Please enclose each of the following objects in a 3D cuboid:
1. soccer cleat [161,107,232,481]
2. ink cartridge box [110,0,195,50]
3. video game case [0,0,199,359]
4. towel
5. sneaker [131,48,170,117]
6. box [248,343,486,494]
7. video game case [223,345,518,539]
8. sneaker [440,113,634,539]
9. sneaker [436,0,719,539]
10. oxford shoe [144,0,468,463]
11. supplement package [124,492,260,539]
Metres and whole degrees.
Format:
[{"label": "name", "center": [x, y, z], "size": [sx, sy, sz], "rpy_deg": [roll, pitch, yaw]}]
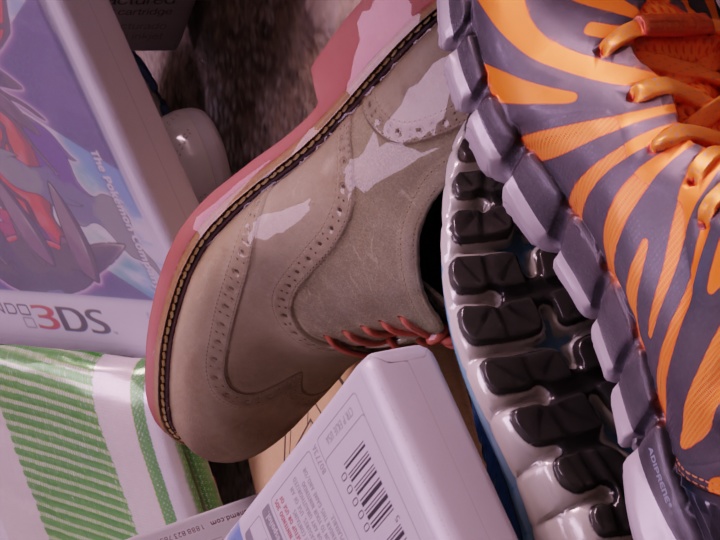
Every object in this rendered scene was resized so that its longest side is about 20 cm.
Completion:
[{"label": "soccer cleat", "center": [-0.085, 0.033, 1.039], "size": [0.069, 0.077, 0.201], "rpy_deg": [-121, 34, -49]}, {"label": "ink cartridge box", "center": [-0.115, -0.167, 0.989], "size": [0.200, 0.146, 0.086], "rpy_deg": [118, 144, -53]}, {"label": "video game case", "center": [-0.140, -0.058, 0.965], "size": [0.182, 0.023, 0.201], "rpy_deg": [3, 126, 42]}, {"label": "towel", "center": [-0.123, 0.089, 1.036], "size": [0.199, 0.023, 0.153], "rpy_deg": [3, 121, 39]}, {"label": "sneaker", "center": [-0.113, 0.011, 1.098], "size": [0.077, 0.085, 0.201], "rpy_deg": [-139, 50, -61]}, {"label": "box", "center": [0.002, 0.075, 0.897], "size": [0.164, 0.021, 0.201], "rpy_deg": [120, 140, -56]}, {"label": "video game case", "center": [0.011, 0.149, 0.685], "size": [0.182, 0.022, 0.201], "rpy_deg": [-53, 54, 48]}, {"label": "sneaker", "center": [0.053, 0.052, 0.693], "size": [0.090, 0.078, 0.201], "rpy_deg": [133, 131, -66]}, {"label": "sneaker", "center": [0.087, -0.025, 0.613], "size": [0.112, 0.077, 0.201], "rpy_deg": [-49, 59, 56]}, {"label": "oxford shoe", "center": [0.000, 0.000, 0.796], "size": [0.075, 0.070, 0.200], "rpy_deg": [60, 137, 28]}, {"label": "supplement package", "center": [-0.069, 0.212, 0.876], "size": [0.201, 0.146, 0.191], "rpy_deg": [63, 152, 19]}]
